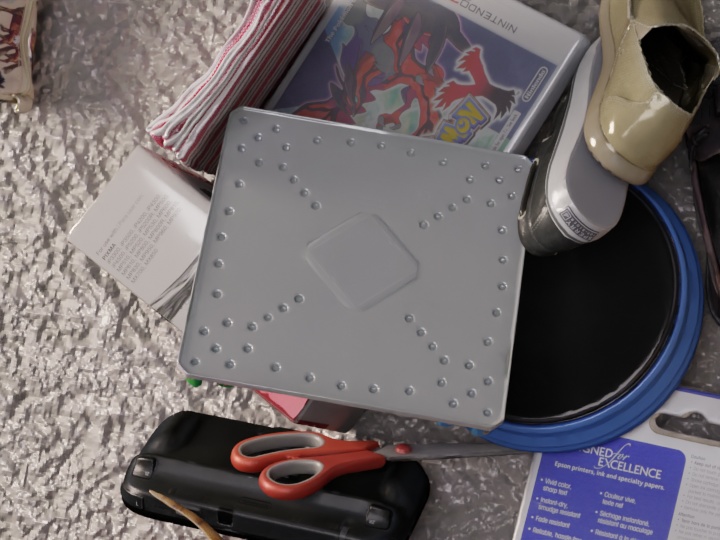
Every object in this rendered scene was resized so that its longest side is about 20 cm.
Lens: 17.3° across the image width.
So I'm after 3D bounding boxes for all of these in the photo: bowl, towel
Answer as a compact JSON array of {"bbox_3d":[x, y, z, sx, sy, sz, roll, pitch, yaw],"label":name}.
[{"bbox_3d":[0.124,0.018,1.551,0.200,0.039,0.201,-6,71,17],"label":"bowl"},{"bbox_3d":[-0.078,-0.133,1.560,0.030,0.200,0.146,35,91,4],"label":"towel"}]

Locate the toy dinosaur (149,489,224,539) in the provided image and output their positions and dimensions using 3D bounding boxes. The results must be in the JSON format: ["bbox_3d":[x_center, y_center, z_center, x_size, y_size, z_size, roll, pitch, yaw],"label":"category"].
[{"bbox_3d":[-0.070,0.233,1.502,0.060,0.106,0.200,-31,56,46],"label":"toy dinosaur"}]

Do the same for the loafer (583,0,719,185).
[{"bbox_3d":[0.195,-0.137,1.508,0.068,0.076,0.200,-34,30,39],"label":"loafer"}]

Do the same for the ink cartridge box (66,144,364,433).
[{"bbox_3d":[-0.077,0.014,1.569,0.200,0.147,0.083,38,93,14],"label":"ink cartridge box"}]

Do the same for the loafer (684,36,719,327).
[{"bbox_3d":[0.247,-0.059,1.535,0.072,0.063,0.200,-5,82,13],"label":"loafer"}]

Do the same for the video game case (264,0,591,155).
[{"bbox_3d":[0.030,-0.109,1.592,0.182,0.023,0.200,31,88,29],"label":"video game case"}]

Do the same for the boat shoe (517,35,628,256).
[{"bbox_3d":[0.146,-0.085,1.525,0.069,0.200,0.057,43,133,-16],"label":"boat shoe"}]

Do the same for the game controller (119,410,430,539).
[{"bbox_3d":[-0.056,0.143,1.579,0.200,0.104,0.042,11,118,16],"label":"game controller"}]

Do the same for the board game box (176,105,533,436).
[{"bbox_3d":[0.000,0.000,1.478,0.200,0.026,0.200,10,59,-1],"label":"board game box"}]

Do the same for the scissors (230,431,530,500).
[{"bbox_3d":[0.015,0.117,1.572,0.200,0.073,0.014,-10,116,-19],"label":"scissors"}]

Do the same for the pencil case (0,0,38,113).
[{"bbox_3d":[-0.259,-0.210,1.679,0.089,0.078,0.200,3,84,30],"label":"pencil case"}]

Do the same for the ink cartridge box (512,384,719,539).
[{"bbox_3d":[0.200,0.176,1.527,0.197,0.047,0.200,12,75,17],"label":"ink cartridge box"}]
